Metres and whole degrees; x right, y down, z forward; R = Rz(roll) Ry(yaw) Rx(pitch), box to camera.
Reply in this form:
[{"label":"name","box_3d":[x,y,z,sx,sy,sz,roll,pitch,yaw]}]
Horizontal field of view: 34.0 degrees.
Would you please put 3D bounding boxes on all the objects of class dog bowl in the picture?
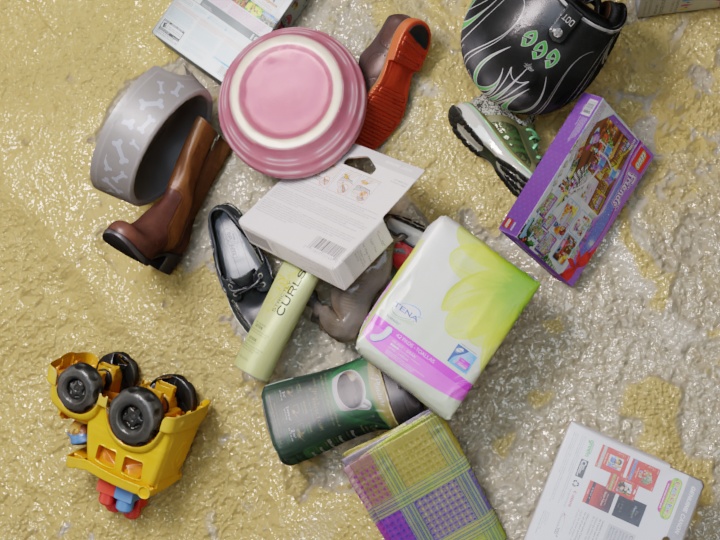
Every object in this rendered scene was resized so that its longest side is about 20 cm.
[{"label":"dog bowl","box_3d":[-0.265,-0.172,1.527,0.058,0.200,0.202,32,88,9]}]

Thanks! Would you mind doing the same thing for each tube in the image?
[{"label":"tube","box_3d":[-0.098,0.041,1.507,0.057,0.052,0.202,27,90,3]}]

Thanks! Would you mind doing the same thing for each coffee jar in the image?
[{"label":"coffee jar","box_3d":[-0.020,0.168,1.495,0.197,0.085,0.106,-19,66,6]}]

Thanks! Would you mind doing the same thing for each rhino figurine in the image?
[{"label":"rhino figurine","box_3d":[0.000,0.000,1.498,0.087,0.059,0.202,38,108,37]}]

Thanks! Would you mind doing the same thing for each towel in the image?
[{"label":"towel","box_3d":[0.081,0.283,1.469,0.142,0.023,0.202,-30,98,5]}]

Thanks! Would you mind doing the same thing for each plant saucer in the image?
[{"label":"plant saucer","box_3d":[-0.091,-0.222,1.517,0.196,0.051,0.205,-2,78,9]}]

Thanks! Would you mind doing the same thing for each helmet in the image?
[{"label":"helmet","box_3d":[0.216,-0.289,1.464,0.201,0.199,0.191,55,129,12]}]

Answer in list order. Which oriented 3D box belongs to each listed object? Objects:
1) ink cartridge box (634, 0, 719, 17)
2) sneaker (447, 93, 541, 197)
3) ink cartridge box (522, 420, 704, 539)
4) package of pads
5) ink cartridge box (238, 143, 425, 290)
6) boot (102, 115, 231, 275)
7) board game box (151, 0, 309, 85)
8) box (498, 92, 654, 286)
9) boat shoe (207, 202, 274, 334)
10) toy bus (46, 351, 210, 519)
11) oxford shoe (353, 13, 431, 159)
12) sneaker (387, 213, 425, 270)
[{"label":"ink cartridge box","box_3d":[0.442,-0.421,1.477,0.196,0.145,0.148,-6,81,8]},{"label":"sneaker","box_3d":[0.207,-0.162,1.521,0.088,0.077,0.200,-42,81,-11]},{"label":"ink cartridge box","box_3d":[0.297,0.311,1.426,0.173,0.084,0.203,23,86,12]},{"label":"package of pads","box_3d":[0.100,0.054,1.424,0.154,0.068,0.201,35,86,5]},{"label":"ink cartridge box","box_3d":[-0.032,-0.079,1.490,0.176,0.045,0.199,-46,44,-19]},{"label":"boot","box_3d":[-0.240,-0.102,1.520,0.068,0.188,0.202,27,88,22]},{"label":"board game box","box_3d":[-0.168,-0.361,1.609,0.147,0.064,0.201,35,90,11]},{"label":"box","box_3d":[0.271,-0.099,1.467,0.039,0.136,0.202,30,86,50]},{"label":"boat shoe","box_3d":[-0.154,0.003,1.552,0.073,0.066,0.203,-17,80,6]},{"label":"toy bus","box_3d":[-0.317,0.218,1.527,0.197,0.136,0.195,21,101,14]},{"label":"oxford shoe","box_3d":[0.023,-0.245,1.571,0.072,0.071,0.202,33,96,46]},{"label":"sneaker","box_3d":[0.098,0.001,1.519,0.198,0.077,0.086,29,103,19]}]
